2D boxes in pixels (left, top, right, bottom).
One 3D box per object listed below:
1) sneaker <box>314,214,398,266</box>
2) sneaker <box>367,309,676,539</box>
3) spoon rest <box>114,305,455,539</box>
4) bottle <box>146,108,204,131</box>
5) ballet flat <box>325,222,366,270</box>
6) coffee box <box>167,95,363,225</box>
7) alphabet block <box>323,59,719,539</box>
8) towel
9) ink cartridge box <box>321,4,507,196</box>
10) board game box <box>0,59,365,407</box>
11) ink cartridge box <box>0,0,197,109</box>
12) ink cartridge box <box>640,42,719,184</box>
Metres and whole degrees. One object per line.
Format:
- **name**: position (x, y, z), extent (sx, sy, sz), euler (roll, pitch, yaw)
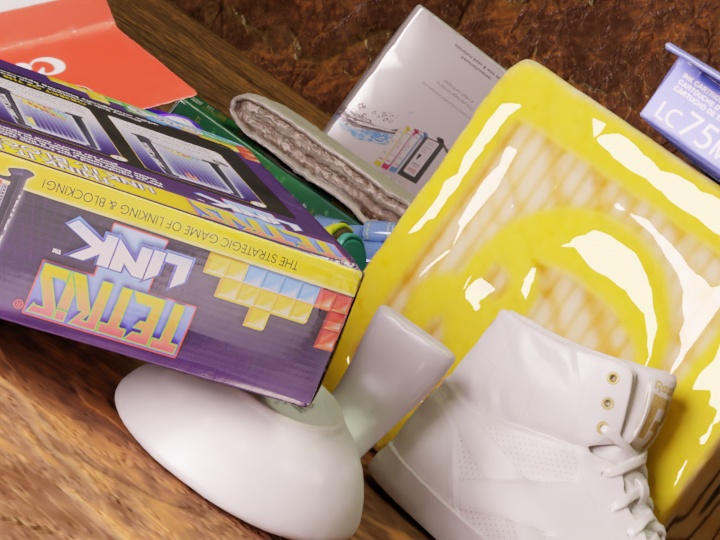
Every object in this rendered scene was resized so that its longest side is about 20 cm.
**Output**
- **sneaker**: position (0.000, 0.000, 1.213), extent (0.200, 0.082, 0.074), euler (34, 7, 11)
- **sneaker**: position (0.108, 0.098, 0.858), extent (0.200, 0.116, 0.074), euler (39, 5, 24)
- **spoon rest**: position (-0.024, 0.060, 0.778), extent (0.099, 0.061, 0.200), euler (35, 19, 15)
- **bottle**: position (-0.089, -0.029, 0.948), extent (0.200, 0.065, 0.084), euler (-136, -152, -61)
- **ballet flat**: position (-0.038, 0.005, 1.078), extent (0.067, 0.067, 0.200), euler (14, 6, 5)
- **coffee box**: position (-0.062, -0.059, 1.528), extent (0.200, 0.044, 0.123), euler (35, 6, -7)
- **alphabet block**: position (0.125, 0.043, 1.013), extent (0.195, 0.197, 0.200), euler (36, 6, 25)
- **towel**: position (-0.004, -0.064, 1.521), extent (0.200, 0.034, 0.133), euler (36, 4, 7)
- **ink cartridge box**: position (0.047, -0.114, 1.827), extent (0.145, 0.200, 0.147), euler (37, 5, -4)
- **board game box**: position (-0.117, -0.030, 0.718), extent (0.200, 0.057, 0.165), euler (18, 13, -23)
- **ink cartridge box**: position (-0.194, -0.133, 0.958), extent (0.162, 0.057, 0.200), euler (-21, 43, -40)
- **ink cartridge box**: position (0.197, -0.041, 0.941), extent (0.119, 0.042, 0.200), euler (38, 4, 20)
